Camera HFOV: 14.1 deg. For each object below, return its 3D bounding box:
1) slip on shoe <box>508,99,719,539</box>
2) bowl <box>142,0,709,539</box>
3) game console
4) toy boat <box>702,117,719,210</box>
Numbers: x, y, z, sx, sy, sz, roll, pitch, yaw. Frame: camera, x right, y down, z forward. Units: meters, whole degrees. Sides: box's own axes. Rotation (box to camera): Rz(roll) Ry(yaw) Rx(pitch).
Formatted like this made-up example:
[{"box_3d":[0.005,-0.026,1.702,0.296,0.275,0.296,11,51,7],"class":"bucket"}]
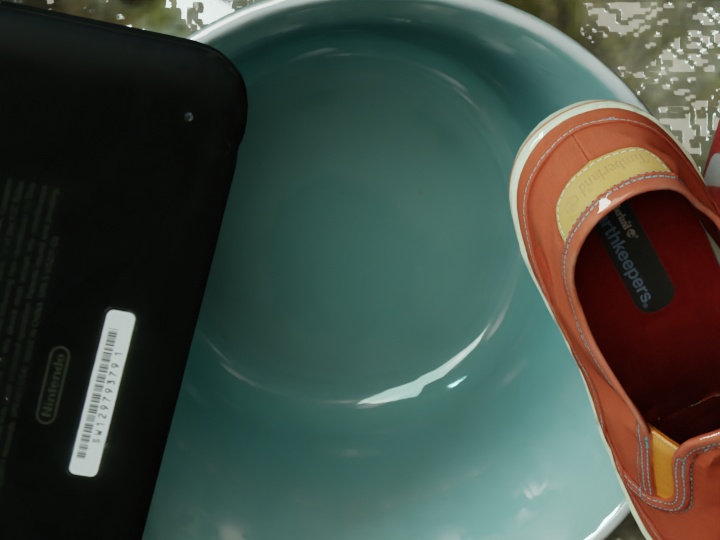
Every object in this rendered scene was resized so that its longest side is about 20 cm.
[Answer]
[{"box_3d":[0.106,0.044,0.835,0.074,0.061,0.201,-30,110,2],"class":"slip on shoe"},{"box_3d":[0.000,0.000,0.896,0.199,0.105,0.202,-1,107,-5],"class":"bowl"},{"box_3d":[-0.143,0.004,0.840,0.175,0.116,0.201,10,107,-16],"class":"game console"},{"box_3d":[0.169,-0.042,0.875,0.130,0.131,0.201,16,85,14],"class":"toy boat"}]
